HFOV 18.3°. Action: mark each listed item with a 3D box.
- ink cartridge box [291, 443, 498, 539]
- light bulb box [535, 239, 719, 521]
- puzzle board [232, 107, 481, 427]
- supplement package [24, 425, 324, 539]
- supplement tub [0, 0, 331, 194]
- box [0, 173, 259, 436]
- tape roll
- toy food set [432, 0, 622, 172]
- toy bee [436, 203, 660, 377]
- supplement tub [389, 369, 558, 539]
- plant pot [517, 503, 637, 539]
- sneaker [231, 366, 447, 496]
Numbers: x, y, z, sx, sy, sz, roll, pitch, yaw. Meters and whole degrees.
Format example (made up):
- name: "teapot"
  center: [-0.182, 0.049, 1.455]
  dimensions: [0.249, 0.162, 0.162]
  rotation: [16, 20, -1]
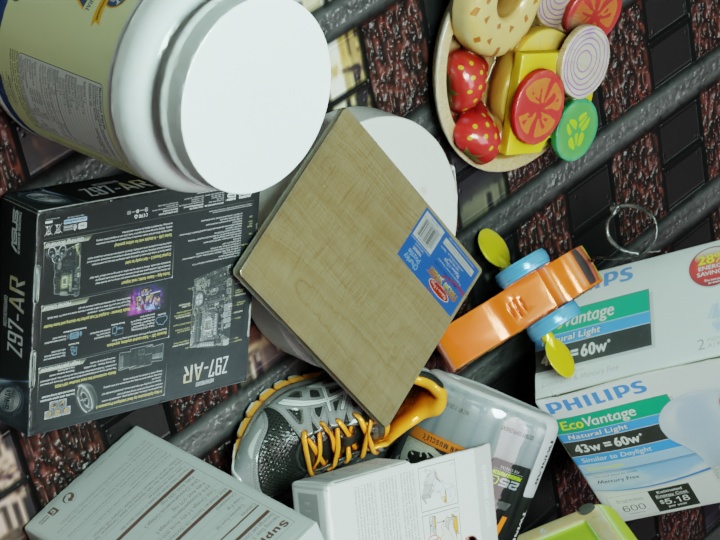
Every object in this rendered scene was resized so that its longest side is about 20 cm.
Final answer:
- name: "ink cartridge box"
  center: [0.033, 0.244, 1.713]
  dimensions: [0.175, 0.044, 0.202]
  rotation: [-10, 97, -43]
- name: "light bulb box"
  center: [0.271, 0.096, 1.904]
  dimensions: [0.200, 0.197, 0.126]
  rotation: [54, 30, -43]
- name: "puzzle board"
  center: [0.000, 0.000, 1.659]
  dimensions: [0.200, 0.017, 0.151]
  rotation: [48, 65, -37]
- name: "supplement package"
  center: [-0.117, 0.215, 1.563]
  dimensions: [0.117, 0.199, 0.117]
  rotation: [-42, 133, -26]
- name: "supplement tub"
  center: [-0.129, -0.133, 1.404]
  dimensions: [0.144, 0.199, 0.146]
  rotation: [-20, 120, -40]
- name: "box"
  center: [-0.160, 0.015, 1.551]
  dimensions: [0.199, 0.043, 0.162]
  rotation: [-13, 116, -43]
- name: "tape roll"
  center: [-0.006, -0.025, 1.701]
  dimensions: [0.202, 0.037, 0.205]
  rotation: [-20, 120, -41]
- name: "toy food set"
  center: [0.133, -0.175, 1.776]
  dimensions: [0.197, 0.048, 0.202]
  rotation: [-8, 112, -44]
- name: "toy bee"
  center: [0.158, 0.022, 1.826]
  dimensions: [0.109, 0.198, 0.132]
  rotation: [-6, 86, -77]
- name: "supplement tub"
  center: [0.073, 0.192, 1.811]
  dimensions: [0.122, 0.122, 0.202]
  rotation: [19, 92, -48]
- name: "plant pot"
  center: [0.184, 0.326, 1.897]
  dimensions: [0.198, 0.200, 0.183]
  rotation: [-22, 118, -5]
- name: "sneaker"
  center: [-0.017, 0.117, 1.720]
  dimensions: [0.199, 0.077, 0.079]
  rotation: [-33, 130, -31]
